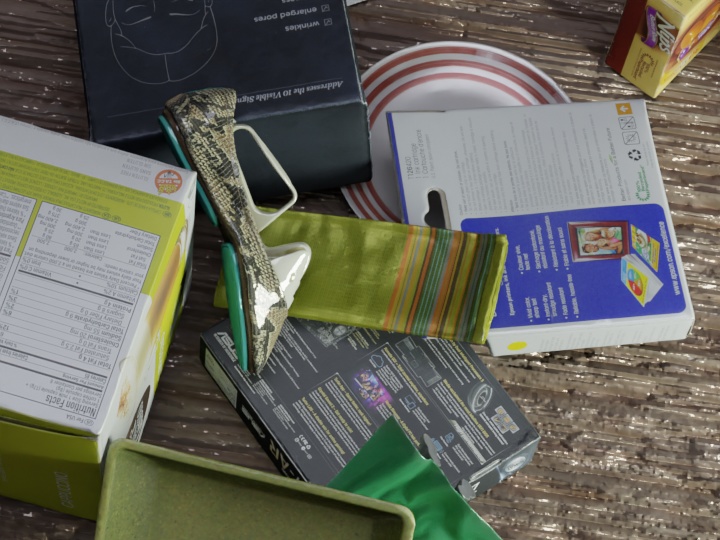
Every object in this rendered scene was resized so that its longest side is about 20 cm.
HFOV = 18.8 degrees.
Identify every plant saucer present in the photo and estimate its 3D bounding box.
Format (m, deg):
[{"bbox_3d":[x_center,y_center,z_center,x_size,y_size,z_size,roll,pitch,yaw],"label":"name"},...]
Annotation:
[{"bbox_3d":[-0.075,0.212,1.405,0.200,0.200,0.048,13,19,6],"label":"plant saucer"}]

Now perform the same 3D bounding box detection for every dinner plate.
[{"bbox_3d":[0.077,-0.086,1.654,0.200,0.024,0.200,2,62,-4],"label":"dinner plate"}]

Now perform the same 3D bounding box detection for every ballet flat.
[{"bbox_3d":[-0.076,-0.032,1.495,0.075,0.068,0.200,-19,96,-9],"label":"ballet flat"}]

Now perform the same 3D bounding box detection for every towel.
[{"bbox_3d":[0.000,0.000,1.536,0.200,0.018,0.086,8,62,13],"label":"towel"}]

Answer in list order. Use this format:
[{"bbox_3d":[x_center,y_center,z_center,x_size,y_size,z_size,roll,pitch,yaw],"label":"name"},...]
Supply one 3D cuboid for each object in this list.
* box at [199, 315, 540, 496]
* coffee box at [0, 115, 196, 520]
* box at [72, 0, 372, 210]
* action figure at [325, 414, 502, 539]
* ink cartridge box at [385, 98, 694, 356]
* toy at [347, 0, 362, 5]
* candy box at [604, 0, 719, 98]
[{"bbox_3d":[0.005,0.090,1.541,0.160,0.044,0.200,-31,69,-20],"label":"box"},{"bbox_3d":[-0.234,0.031,1.454,0.200,0.200,0.198,16,66,2],"label":"coffee box"},{"bbox_3d":[-0.105,-0.161,1.607,0.200,0.124,0.197,-9,62,-1],"label":"box"},{"bbox_3d":[-0.019,0.189,1.438,0.200,0.055,0.118,-36,100,14],"label":"action figure"},{"bbox_3d":[0.128,-0.033,1.591,0.200,0.047,0.198,-5,60,-5],"label":"ink cartridge box"},{"bbox_3d":[0.045,-0.295,1.748,0.200,0.047,0.115,-20,64,-16],"label":"toy"},{"bbox_3d":[0.280,-0.240,1.704,0.056,0.117,0.200,40,65,15],"label":"candy box"}]
